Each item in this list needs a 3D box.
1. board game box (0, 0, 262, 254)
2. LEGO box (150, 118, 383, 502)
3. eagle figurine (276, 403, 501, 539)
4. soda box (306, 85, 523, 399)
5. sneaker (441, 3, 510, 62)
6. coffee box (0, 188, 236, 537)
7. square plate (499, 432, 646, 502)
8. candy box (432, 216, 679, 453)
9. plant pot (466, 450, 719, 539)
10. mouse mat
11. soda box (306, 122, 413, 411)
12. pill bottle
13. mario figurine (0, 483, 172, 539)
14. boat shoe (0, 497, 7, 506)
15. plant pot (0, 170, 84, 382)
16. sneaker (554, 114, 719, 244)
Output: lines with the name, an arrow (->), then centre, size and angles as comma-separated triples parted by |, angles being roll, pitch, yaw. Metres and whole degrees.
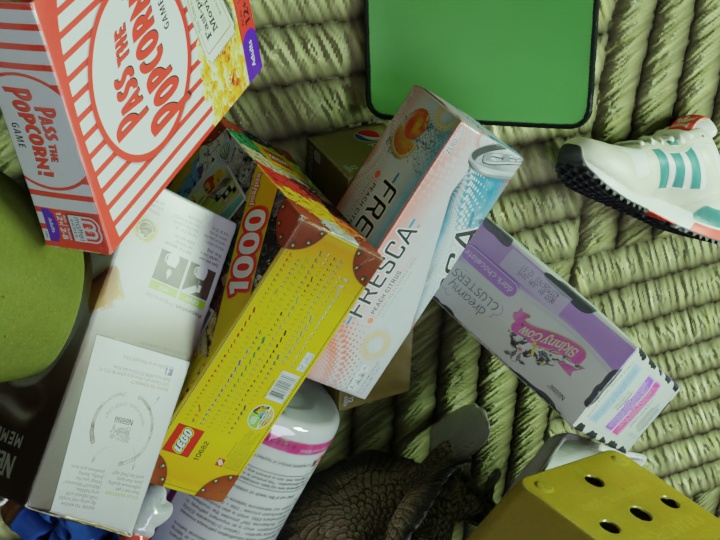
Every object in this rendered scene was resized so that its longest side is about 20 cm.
board game box -> -0.129, -0.131, 0.758 | 0.201, 0.046, 0.153 | -59, 148, -44
LEGO box -> -0.095, 0.024, 0.889 | 0.077, 0.149, 0.201 | 24, 105, -39
eagle figurine -> 0.038, 0.199, 1.084 | 0.198, 0.151, 0.152 | 8, 127, -43
soda box -> 0.019, -0.016, 0.899 | 0.068, 0.064, 0.201 | 23, 106, -39
sneaker -> 0.096, -0.187, 0.916 | 0.095, 0.079, 0.201 | -27, 130, -11
coffee box -> -0.168, 0.047, 0.833 | 0.079, 0.114, 0.202 | 25, 78, -41
square plate -> 0.143, 0.220, 1.104 | 0.201, 0.028, 0.198 | -57, 149, 7
candy box -> 0.139, 0.046, 0.991 | 0.072, 0.168, 0.200 | -49, 156, 5
plant pot -> 0.169, 0.246, 0.962 | 0.199, 0.199, 0.178 | -5, 120, -48
mouse mat -> 0.079, -0.187, 0.885 | 0.159, 0.008, 0.202 | 4, 123, 10
soda box -> 0.000, 0.000, 0.986 | 0.063, 0.068, 0.202 | -14, 126, -24
pill bottle -> -0.107, 0.165, 0.998 | 0.112, 0.113, 0.202 | 16, 110, -38
mario figurine -> -0.156, 0.215, 0.936 | 0.106, 0.200, 0.124 | -38, 169, -13
boat shoe -> -0.260, 0.071, 0.870 | 0.070, 0.069, 0.202 | -23, 128, -14
plant pot -> -0.261, -0.007, 0.739 | 0.199, 0.187, 0.188 | 19, 109, -39
sneaker -> 0.237, -0.090, 1.086 | 0.198, 0.070, 0.095 | 20, 91, -37
